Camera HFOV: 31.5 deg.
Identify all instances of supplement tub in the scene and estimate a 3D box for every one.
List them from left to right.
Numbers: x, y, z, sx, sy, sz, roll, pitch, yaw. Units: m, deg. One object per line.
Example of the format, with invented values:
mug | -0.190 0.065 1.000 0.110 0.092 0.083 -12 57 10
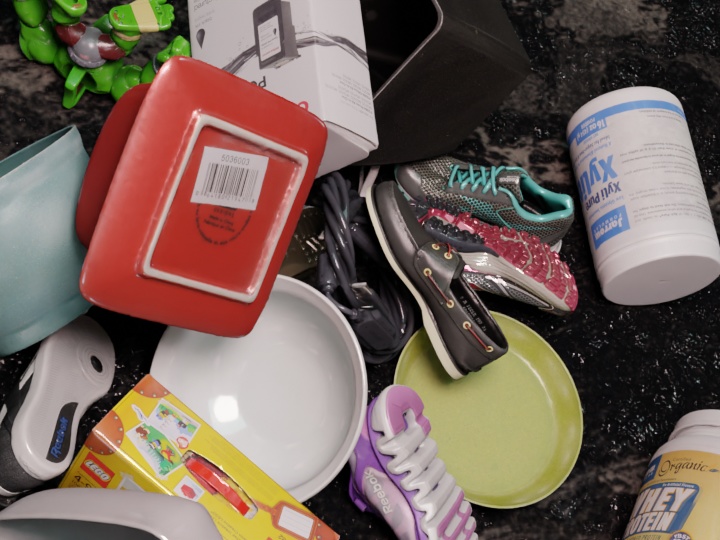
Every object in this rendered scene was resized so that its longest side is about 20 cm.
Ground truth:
supplement tub | 0.298 -0.079 1.351 0.131 0.132 0.201 2 63 -20
supplement tub | 0.324 0.247 1.190 0.144 0.145 0.201 32 57 -3

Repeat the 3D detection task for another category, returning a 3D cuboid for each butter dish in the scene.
butter dish | -0.152 -0.068 1.030 0.199 0.147 0.201 17 96 -50

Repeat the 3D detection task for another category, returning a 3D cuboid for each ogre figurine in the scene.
ogre figurine | -0.256 -0.220 1.215 0.199 0.120 0.099 11 57 -17

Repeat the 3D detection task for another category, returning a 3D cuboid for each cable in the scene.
cable | 0.000 0.000 1.182 0.050 0.200 0.164 -19 67 14

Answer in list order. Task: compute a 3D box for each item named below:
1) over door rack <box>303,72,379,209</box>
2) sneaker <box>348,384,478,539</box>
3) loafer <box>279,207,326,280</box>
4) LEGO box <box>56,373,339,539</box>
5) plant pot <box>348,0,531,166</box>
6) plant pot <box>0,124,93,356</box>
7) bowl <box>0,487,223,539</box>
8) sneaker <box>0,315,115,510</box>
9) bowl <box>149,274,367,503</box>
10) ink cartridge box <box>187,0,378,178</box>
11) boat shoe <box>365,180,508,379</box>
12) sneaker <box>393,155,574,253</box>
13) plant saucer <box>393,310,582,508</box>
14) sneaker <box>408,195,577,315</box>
over door rack | -0.054 -0.137 1.283 0.147 0.067 0.201 10 62 -17
sneaker | 0.037 0.204 1.146 0.080 0.088 0.201 -33 101 -58
loafer | -0.105 0.002 1.192 0.199 0.068 0.076 -17 69 -29
LEGO box | -0.139 0.204 1.024 0.200 0.149 0.077 40 45 2
plant pot | 0.046 -0.222 1.241 0.177 0.200 0.200 9 47 -41
plant pot | -0.292 -0.014 1.073 0.200 0.200 0.135 -40 109 -32
bowl | -0.164 0.243 0.959 0.075 0.199 0.201 -47 126 -49
sneaker | -0.281 0.118 1.067 0.073 0.111 0.200 52 22 -20
bowl | -0.077 0.107 1.114 0.200 0.090 0.203 -2 83 17
ink cartridge box | -0.074 -0.186 1.153 0.083 0.145 0.201 22 56 -52
boat shoe | 0.071 0.001 1.198 0.202 0.063 0.074 61 22 -1
sneaker | 0.133 -0.083 1.313 0.199 0.091 0.078 22 58 -9
plant saucer | 0.120 0.135 1.235 0.199 0.031 0.201 9 61 -17
sneaker | 0.125 -0.005 1.279 0.199 0.075 0.081 24 32 -3
